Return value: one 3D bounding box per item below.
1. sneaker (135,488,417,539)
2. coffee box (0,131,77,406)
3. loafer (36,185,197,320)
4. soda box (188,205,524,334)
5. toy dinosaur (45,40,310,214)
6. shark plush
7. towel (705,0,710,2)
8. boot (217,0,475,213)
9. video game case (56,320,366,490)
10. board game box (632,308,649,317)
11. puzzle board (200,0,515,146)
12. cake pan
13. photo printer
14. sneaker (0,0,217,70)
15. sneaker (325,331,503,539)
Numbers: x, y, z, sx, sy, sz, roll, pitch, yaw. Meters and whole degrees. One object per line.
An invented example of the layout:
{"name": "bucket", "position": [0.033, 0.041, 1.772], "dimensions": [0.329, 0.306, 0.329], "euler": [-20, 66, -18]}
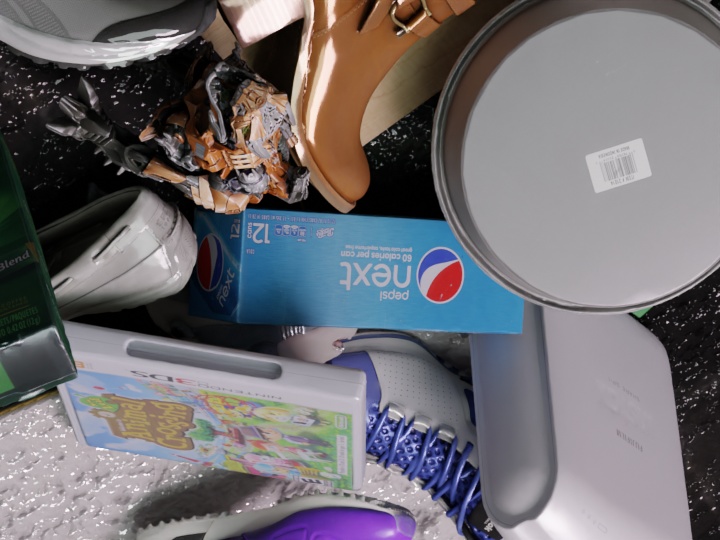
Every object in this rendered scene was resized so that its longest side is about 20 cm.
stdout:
{"name": "sneaker", "position": [-0.051, 0.201, 1.686], "dimensions": [0.200, 0.100, 0.070], "euler": [-13, 158, 28]}
{"name": "coffee box", "position": [-0.230, 0.004, 1.427], "dimensions": [0.123, 0.200, 0.044], "euler": [-21, 131, -1]}
{"name": "loafer", "position": [-0.191, 0.002, 1.519], "dimensions": [0.200, 0.070, 0.070], "euler": [-22, 130, 15]}
{"name": "soda box", "position": [0.000, 0.000, 1.575], "dimensions": [0.200, 0.064, 0.068], "euler": [3, 92, -31]}
{"name": "toy dinosaur", "position": [-0.089, -0.070, 1.445], "dimensions": [0.136, 0.102, 0.200], "euler": [35, 143, 4]}
{"name": "shark plush", "position": [-0.091, 0.002, 1.599], "dimensions": [0.200, 0.091, 0.083], "euler": [35, 92, -17]}
{"name": "towel", "position": [0.180, -0.220, 1.495], "dimensions": [0.132, 0.034, 0.200], "euler": [20, 113, -36]}
{"name": "boot", "position": [0.014, -0.131, 1.475], "dimensions": [0.154, 0.074, 0.200], "euler": [-28, 135, -2]}
{"name": "video game case", "position": [-0.087, 0.082, 1.561], "dimensions": [0.182, 0.022, 0.200], "euler": [9, 161, 3]}
{"name": "board game box", "position": [0.157, -0.063, 1.638], "dimensions": [0.135, 0.029, 0.200], "euler": [-43, 131, 18]}
{"name": "puzzle board", "position": [0.019, -0.160, 1.509], "dimensions": [0.200, 0.017, 0.151], "euler": [-36, 131, 10]}
{"name": "cake pan", "position": [0.141, -0.066, 1.498], "dimensions": [0.200, 0.037, 0.201], "euler": [-1, 106, -4]}
{"name": "photo printer", "position": [0.138, 0.109, 1.655], "dimensions": [0.069, 0.200, 0.166], "euler": [-25, 140, 30]}
{"name": "sneaker", "position": [-0.171, -0.157, 1.360], "dimensions": [0.200, 0.074, 0.080], "euler": [14, 117, 4]}
{"name": "sneaker", "position": [0.056, 0.114, 1.691], "dimensions": [0.199, 0.115, 0.081], "euler": [16, 121, -32]}
